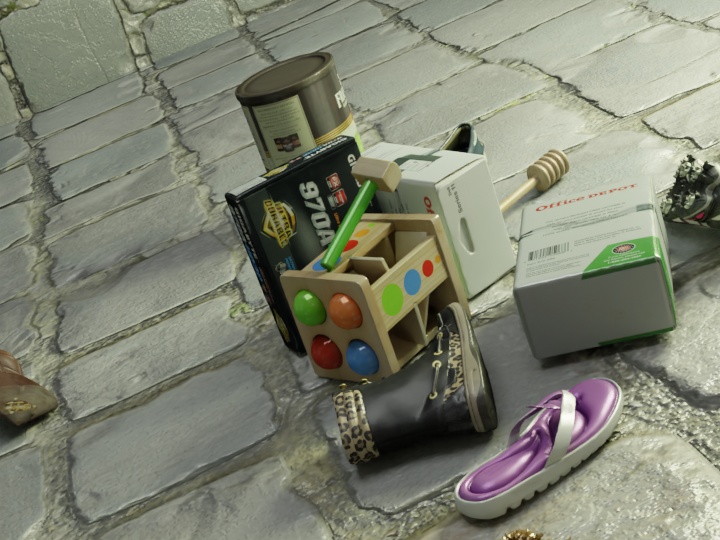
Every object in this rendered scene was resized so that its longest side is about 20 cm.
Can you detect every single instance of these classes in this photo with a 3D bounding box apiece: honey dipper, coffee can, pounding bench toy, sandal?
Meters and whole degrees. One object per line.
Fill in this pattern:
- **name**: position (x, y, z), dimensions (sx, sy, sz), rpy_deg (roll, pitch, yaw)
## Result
- **honey dipper**: position (0.186, -0.087, 1.685), dimensions (0.199, 0.038, 0.038), rpy_deg (-38, 28, -31)
- **coffee can**: position (-0.074, -0.183, 1.907), dimensions (0.145, 0.202, 0.147), rpy_deg (-17, 23, 8)
- **pounding bench toy**: position (0.000, 0.000, 1.438), dimensions (0.123, 0.202, 0.156), rpy_deg (4, 32, 44)
- **sandal**: position (0.158, 0.142, 1.181), dimensions (0.202, 0.050, 0.082), rpy_deg (-37, 28, -33)

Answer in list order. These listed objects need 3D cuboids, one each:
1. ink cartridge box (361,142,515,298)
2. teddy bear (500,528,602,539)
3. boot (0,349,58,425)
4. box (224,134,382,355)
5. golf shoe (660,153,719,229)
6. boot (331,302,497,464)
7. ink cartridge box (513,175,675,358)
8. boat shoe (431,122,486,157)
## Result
- **ink cartridge box**: position (0.074, -0.061, 1.582), dimensions (0.083, 0.148, 0.199), rpy_deg (-31, 26, -27)
- **teddy bear**: position (0.120, 0.252, 0.974), dimensions (0.143, 0.068, 0.200), rpy_deg (-5, 20, 14)
- **boot**: position (-0.479, 0.137, 1.658), dimensions (0.184, 0.065, 0.200), rpy_deg (2, 14, -29)
- **box**: position (-0.046, -0.029, 1.544), dimensions (0.158, 0.202, 0.046), rpy_deg (-27, 21, -18)
- **golf shoe**: position (0.376, -0.072, 1.459), dimensions (0.087, 0.078, 0.200), rpy_deg (24, 9, -2)
- **boot**: position (0.049, 0.110, 1.326), dimensions (0.149, 0.074, 0.201), rpy_deg (-19, 28, 5)
- **ink cartridge box**: position (0.238, -0.008, 1.380), dimensions (0.145, 0.084, 0.201), rpy_deg (-13, 24, 17)
- **boat shoe**: position (0.116, -0.132, 1.810), dimensions (0.074, 0.062, 0.200), rpy_deg (-2, 30, 33)
